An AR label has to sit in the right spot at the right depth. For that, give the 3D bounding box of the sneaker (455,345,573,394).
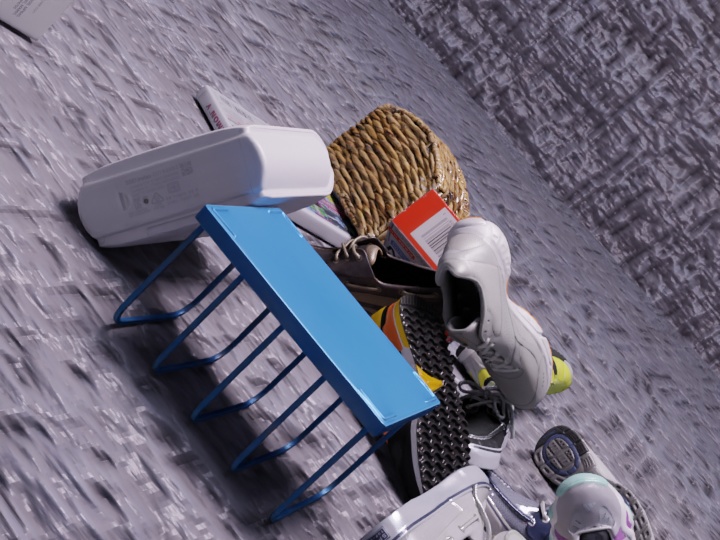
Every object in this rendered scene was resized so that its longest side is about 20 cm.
[{"bbox_3d":[0.191,0.131,1.688,0.199,0.075,0.077,15,41,-45],"label":"sneaker"}]

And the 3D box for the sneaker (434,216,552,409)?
[{"bbox_3d":[0.115,0.057,1.317,0.092,0.075,0.201,-50,122,-47],"label":"sneaker"}]

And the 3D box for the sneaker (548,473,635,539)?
[{"bbox_3d":[0.214,0.282,1.187,0.140,0.077,0.202,-97,172,-73],"label":"sneaker"}]

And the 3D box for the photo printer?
[{"bbox_3d":[-0.118,-0.070,1.169,0.200,0.165,0.070,-13,87,-72],"label":"photo printer"}]

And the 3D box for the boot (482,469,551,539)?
[{"bbox_3d":[0.190,0.244,1.339,0.200,0.090,0.073,47,15,0],"label":"boot"}]

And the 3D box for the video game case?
[{"bbox_3d":[-0.089,-0.111,1.614,0.200,0.023,0.183,31,22,-49],"label":"video game case"}]

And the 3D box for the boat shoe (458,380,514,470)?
[{"bbox_3d":[0.119,0.148,1.387,0.073,0.069,0.199,17,6,18],"label":"boat shoe"}]

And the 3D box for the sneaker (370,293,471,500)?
[{"bbox_3d":[0.040,0.128,1.276,0.070,0.090,0.202,14,60,-42],"label":"sneaker"}]

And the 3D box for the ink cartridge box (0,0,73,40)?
[{"bbox_3d":[-0.360,-0.320,1.286,0.199,0.084,0.145,29,22,-46],"label":"ink cartridge box"}]

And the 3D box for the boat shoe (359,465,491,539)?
[{"bbox_3d":[0.071,0.217,1.118,0.086,0.075,0.202,52,20,12],"label":"boat shoe"}]

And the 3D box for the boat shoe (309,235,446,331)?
[{"bbox_3d":[0.000,0.000,1.358,0.198,0.074,0.075,18,32,-4],"label":"boat shoe"}]

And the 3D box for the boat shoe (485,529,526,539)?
[{"bbox_3d":[0.141,0.269,1.185,0.075,0.068,0.200,43,15,-9],"label":"boat shoe"}]

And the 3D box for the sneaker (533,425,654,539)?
[{"bbox_3d":[0.276,0.260,1.578,0.087,0.074,0.201,36,19,-50],"label":"sneaker"}]

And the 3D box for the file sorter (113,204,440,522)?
[{"bbox_3d":[-0.063,0.067,1.041,0.200,0.123,0.139,49,16,12],"label":"file sorter"}]

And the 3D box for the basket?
[{"bbox_3d":[0.062,-0.086,1.686,0.149,0.142,0.201,47,9,-40],"label":"basket"}]

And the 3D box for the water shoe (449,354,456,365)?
[{"bbox_3d":[0.049,0.058,1.449,0.071,0.079,0.201,36,18,-34],"label":"water shoe"}]

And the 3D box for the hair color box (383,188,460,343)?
[{"bbox_3d":[0.075,0.009,1.494,0.111,0.064,0.200,50,-17,13],"label":"hair color box"}]
